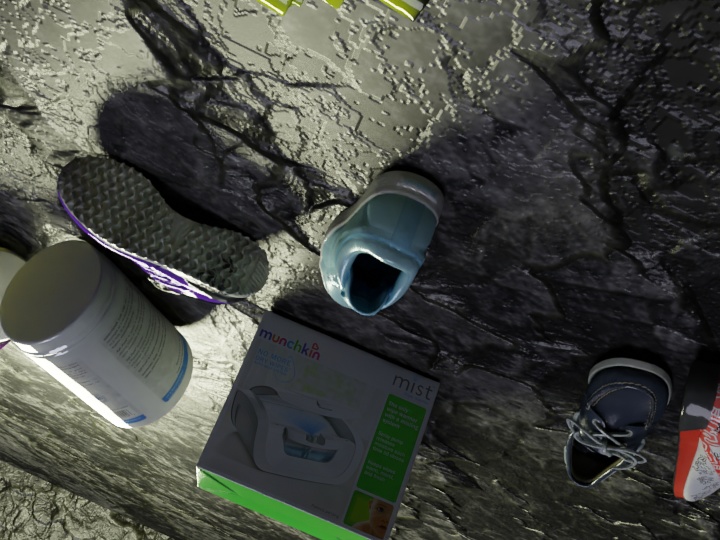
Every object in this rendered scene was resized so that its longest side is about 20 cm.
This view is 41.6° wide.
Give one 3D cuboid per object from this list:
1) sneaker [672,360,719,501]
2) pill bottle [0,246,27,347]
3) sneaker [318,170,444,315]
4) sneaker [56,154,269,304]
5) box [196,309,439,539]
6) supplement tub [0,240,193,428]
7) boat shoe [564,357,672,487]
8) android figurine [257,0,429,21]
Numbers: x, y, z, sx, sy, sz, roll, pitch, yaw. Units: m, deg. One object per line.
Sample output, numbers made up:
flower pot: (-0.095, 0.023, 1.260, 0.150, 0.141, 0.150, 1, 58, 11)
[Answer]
sneaker: (0.313, 0.148, 0.763, 0.106, 0.068, 0.202, 13, 150, 25)
pill bottle: (-0.450, 0.038, 1.134, 0.112, 0.114, 0.199, 33, 152, -20)
sneaker: (0.000, 0.000, 0.727, 0.073, 0.083, 0.200, 25, 154, -2)
sneaker: (-0.186, -0.023, 0.853, 0.199, 0.070, 0.099, 32, 155, -15)
box: (-0.042, 0.168, 0.966, 0.197, 0.178, 0.097, 23, 155, 2)
supplement tub: (-0.283, 0.075, 1.045, 0.130, 0.133, 0.201, 8, 149, 28)
boat shoe: (0.216, 0.136, 0.826, 0.074, 0.062, 0.201, 22, 153, 6)
android figurine: (-0.039, -0.196, 0.444, 0.198, 0.042, 0.182, 28, 154, -13)
